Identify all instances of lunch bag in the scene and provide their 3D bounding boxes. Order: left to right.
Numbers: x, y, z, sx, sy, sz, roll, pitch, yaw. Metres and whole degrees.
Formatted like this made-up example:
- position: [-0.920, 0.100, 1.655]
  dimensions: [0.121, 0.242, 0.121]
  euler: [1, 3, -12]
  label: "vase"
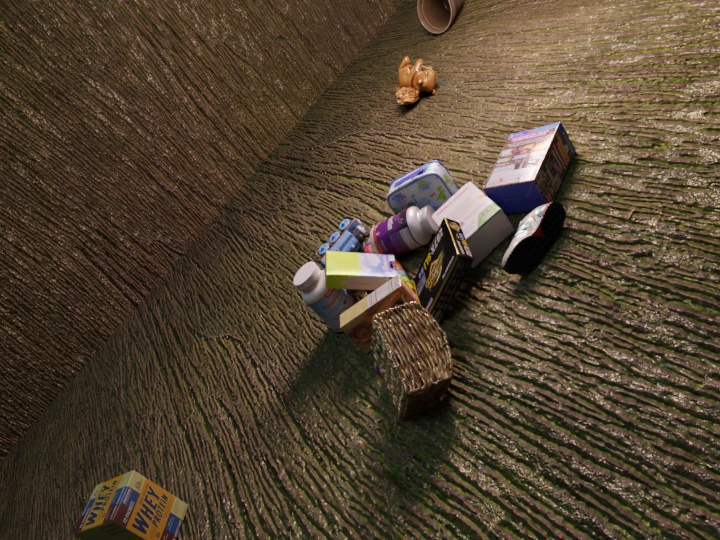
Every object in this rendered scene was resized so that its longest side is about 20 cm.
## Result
- position: [0.183, -0.219, 1.690]
  dimensions: [0.196, 0.161, 0.084]
  euler: [-24, 34, 34]
  label: "lunch bag"

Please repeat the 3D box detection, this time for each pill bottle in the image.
- position: [-0.097, 0.073, 1.646]
  dimensions: [0.107, 0.200, 0.110]
  euler: [-31, 31, 21]
  label: "pill bottle"
- position: [0.128, -0.110, 1.674]
  dimensions: [0.196, 0.113, 0.115]
  euler: [-25, 34, 32]
  label: "pill bottle"

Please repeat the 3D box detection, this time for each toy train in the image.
- position: [-0.055, -0.079, 1.911]
  dimensions: [0.201, 0.087, 0.114]
  euler: [-49, 35, -3]
  label: "toy train"

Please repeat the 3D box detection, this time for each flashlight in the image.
- position: [0.038, -0.010, 1.723]
  dimensions: [0.067, 0.067, 0.204]
  euler: [-36, 35, 30]
  label: "flashlight"

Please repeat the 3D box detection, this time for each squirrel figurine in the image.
- position: [0.229, -0.749, 2.370]
  dimensions: [0.203, 0.140, 0.187]
  euler: [-56, 38, 8]
  label: "squirrel figurine"

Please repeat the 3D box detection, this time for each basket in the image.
- position: [0.116, 0.192, 1.273]
  dimensions: [0.138, 0.151, 0.204]
  euler: [-18, 58, -13]
  label: "basket"

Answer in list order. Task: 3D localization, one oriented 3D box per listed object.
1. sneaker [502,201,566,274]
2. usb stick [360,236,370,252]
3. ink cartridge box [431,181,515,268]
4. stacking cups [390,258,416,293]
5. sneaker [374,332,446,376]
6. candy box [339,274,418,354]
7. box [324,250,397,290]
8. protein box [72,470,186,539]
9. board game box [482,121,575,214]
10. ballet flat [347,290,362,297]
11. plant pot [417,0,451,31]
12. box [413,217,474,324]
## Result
- position: [0.389, -0.072, 1.346]
  dimensions: [0.201, 0.070, 0.093]
  euler: [-51, 11, -7]
  label: "sneaker"
- position: [0.079, -0.123, 1.840]
  dimensions: [0.198, 0.033, 0.056]
  euler: [-39, 21, 13]
  label: "usb stick"
- position: [0.287, -0.122, 1.508]
  dimensions: [0.144, 0.084, 0.201]
  euler: [-41, 30, 8]
  label: "ink cartridge box"
- position: [0.104, 0.024, 1.587]
  dimensions: [0.060, 0.061, 0.201]
  euler: [-39, 30, 9]
  label: "stacking cups"
- position: [0.112, 0.202, 1.340]
  dimensions: [0.197, 0.080, 0.085]
  euler: [-31, 42, 29]
  label: "sneaker"
- position: [0.055, 0.114, 1.482]
  dimensions: [0.197, 0.116, 0.056]
  euler: [-35, 30, 17]
  label: "candy box"
- position: [0.000, 0.000, 1.586]
  dimensions: [0.192, 0.049, 0.123]
  euler: [3, 33, -6]
  label: "box"
- position: [-0.617, 0.672, 1.571]
  dimensions: [0.195, 0.200, 0.137]
  euler: [-26, 33, 29]
  label: "protein box"
- position: [0.429, -0.256, 1.477]
  dimensions: [0.157, 0.097, 0.203]
  euler: [-2, 50, 51]
  label: "board game box"
- position: [-0.020, 0.042, 1.711]
  dimensions: [0.070, 0.066, 0.199]
  euler: [-36, 16, -9]
  label: "ballet flat"
- position: [0.390, -1.243, 2.723]
  dimensions: [0.197, 0.204, 0.173]
  euler: [-3, 30, 50]
  label: "plant pot"
- position: [0.196, 0.001, 1.407]
  dimensions: [0.162, 0.048, 0.204]
  euler: [-96, 24, -54]
  label: "box"
